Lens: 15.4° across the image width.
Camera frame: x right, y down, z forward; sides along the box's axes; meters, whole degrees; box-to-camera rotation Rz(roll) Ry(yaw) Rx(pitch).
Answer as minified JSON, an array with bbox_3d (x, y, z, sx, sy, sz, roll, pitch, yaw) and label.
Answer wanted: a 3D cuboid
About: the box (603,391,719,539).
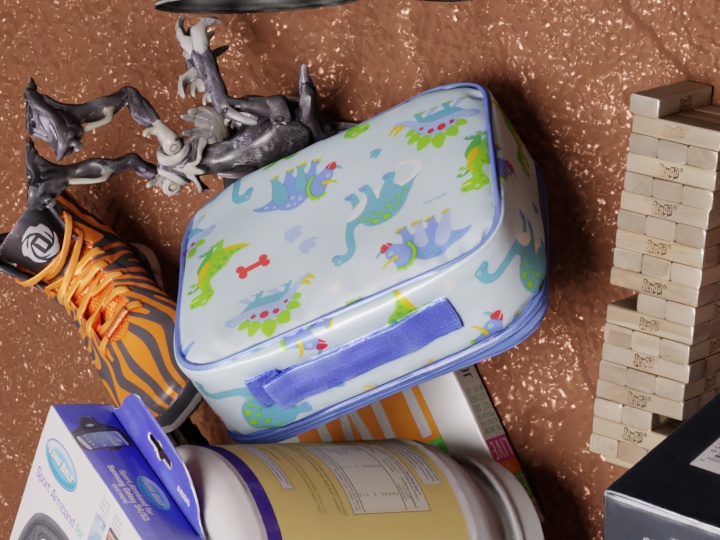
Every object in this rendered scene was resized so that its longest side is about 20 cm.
[{"bbox_3d":[0.199,0.170,1.276,0.107,0.148,0.201,17,124,33],"label":"box"}]

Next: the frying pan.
[{"bbox_3d":[-0.027,-0.155,1.433,0.189,0.115,0.031,-4,90,38],"label":"frying pan"}]

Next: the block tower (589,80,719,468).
[{"bbox_3d":[0.163,0.009,1.358,0.058,0.054,0.201,15,109,34],"label":"block tower"}]

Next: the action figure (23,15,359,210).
[{"bbox_3d":[-0.089,-0.083,1.495,0.119,0.199,0.102,96,169,-46],"label":"action figure"}]

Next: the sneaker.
[{"bbox_3d":[-0.157,0.017,1.521,0.078,0.112,0.200,-50,33,4],"label":"sneaker"}]

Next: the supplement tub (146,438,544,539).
[{"bbox_3d":[-0.018,0.160,1.366,0.145,0.199,0.146,-1,89,55],"label":"supplement tub"}]

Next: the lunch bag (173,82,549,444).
[{"bbox_3d":[0.000,0.000,1.391,0.199,0.161,0.083,-24,125,16],"label":"lunch bag"}]

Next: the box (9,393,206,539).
[{"bbox_3d":[-0.137,0.162,1.329,0.119,0.041,0.201,48,130,45],"label":"box"}]

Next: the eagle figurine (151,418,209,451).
[{"bbox_3d":[-0.078,0.183,1.526,0.151,0.151,0.201,12,96,21],"label":"eagle figurine"}]

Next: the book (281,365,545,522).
[{"bbox_3d":[0.008,0.077,1.503,0.133,0.048,0.201,-31,80,32],"label":"book"}]
